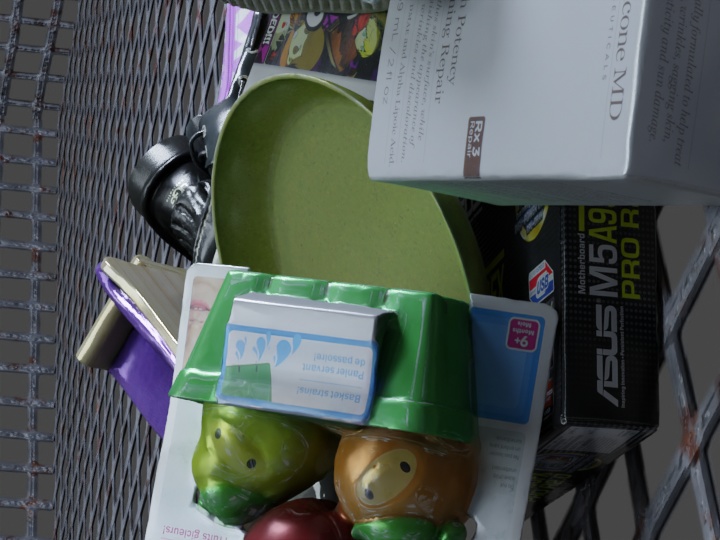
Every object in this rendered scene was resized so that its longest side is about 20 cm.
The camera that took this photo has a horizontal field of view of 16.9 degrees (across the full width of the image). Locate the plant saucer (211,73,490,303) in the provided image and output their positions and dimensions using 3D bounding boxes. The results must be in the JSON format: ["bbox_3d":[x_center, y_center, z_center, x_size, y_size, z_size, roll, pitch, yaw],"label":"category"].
[{"bbox_3d":[0.000,0.000,1.140,0.200,0.031,0.200,32,132,43],"label":"plant saucer"}]

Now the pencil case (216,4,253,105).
[{"bbox_3d":[-0.048,-0.158,1.452,0.084,0.085,0.200,-26,60,59],"label":"pencil case"}]

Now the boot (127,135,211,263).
[{"bbox_3d":[-0.040,0.011,1.479,0.079,0.211,0.158,-54,48,8],"label":"boot"}]

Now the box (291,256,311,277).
[{"bbox_3d":[0.001,0.076,1.293,0.137,0.038,0.200,49,153,11],"label":"box"}]

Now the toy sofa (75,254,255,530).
[{"bbox_3d":[-0.102,0.080,1.479,0.200,0.098,0.083,48,115,39],"label":"toy sofa"}]

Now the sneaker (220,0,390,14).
[{"bbox_3d":[-0.042,-0.174,1.188,0.200,0.074,0.082,12,79,43],"label":"sneaker"}]

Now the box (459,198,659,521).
[{"bbox_3d":[0.082,0.018,1.109,0.200,0.044,0.161,129,144,-69],"label":"box"}]

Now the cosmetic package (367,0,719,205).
[{"bbox_3d":[0.083,-0.079,0.962,0.200,0.074,0.102,0,82,63],"label":"cosmetic package"}]

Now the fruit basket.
[{"bbox_3d":[-0.017,0.101,1.033,0.094,0.185,0.200,30,-109,-58],"label":"fruit basket"}]

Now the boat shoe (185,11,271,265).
[{"bbox_3d":[-0.064,-0.078,1.358,0.075,0.066,0.200,62,-135,-66],"label":"boat shoe"}]

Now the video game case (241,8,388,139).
[{"bbox_3d":[0.032,-0.153,1.168,0.181,0.036,0.200,16,85,53],"label":"video game case"}]

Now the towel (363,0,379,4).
[{"bbox_3d":[0.039,-0.197,1.050,0.048,0.200,0.171,58,168,-31],"label":"towel"}]

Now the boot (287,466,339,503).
[{"bbox_3d":[0.031,0.176,1.084,0.182,0.072,0.200,126,129,-67],"label":"boot"}]
